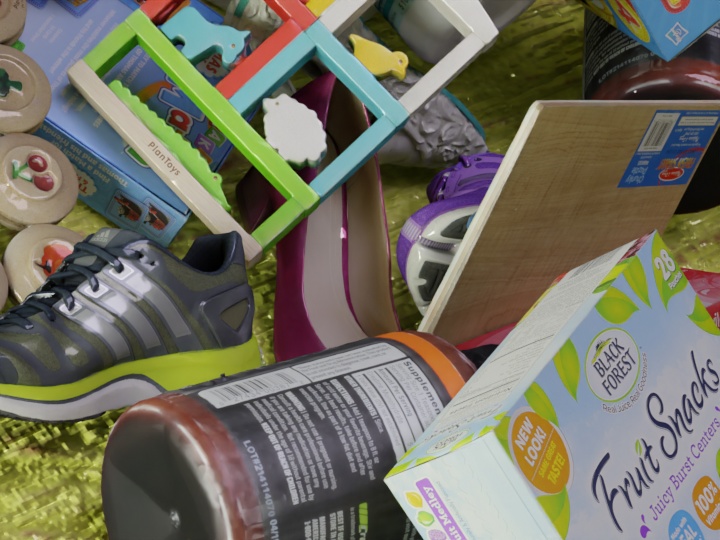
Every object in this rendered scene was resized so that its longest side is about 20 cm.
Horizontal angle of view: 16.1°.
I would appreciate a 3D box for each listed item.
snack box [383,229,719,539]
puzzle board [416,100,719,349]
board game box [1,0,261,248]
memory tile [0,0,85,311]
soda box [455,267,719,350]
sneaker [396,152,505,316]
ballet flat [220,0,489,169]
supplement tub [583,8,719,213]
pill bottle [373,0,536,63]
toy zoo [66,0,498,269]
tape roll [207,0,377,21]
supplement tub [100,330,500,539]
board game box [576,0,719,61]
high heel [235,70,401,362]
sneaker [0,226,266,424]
[{"bbox_3d":[0.116,0.101,1.116,0.169,0.068,0.200,57,35,-8],"label":"snack box"},{"bbox_3d":[0.103,-0.020,1.276,0.017,0.151,0.200,35,21,26],"label":"puzzle board"},{"bbox_3d":[-0.148,-0.115,1.289,0.200,0.037,0.151,34,40,-4],"label":"board game box"},{"bbox_3d":[-0.206,-0.059,1.176,0.153,0.017,0.201,-5,64,-30],"label":"memory tile"},{"bbox_3d":[0.129,0.050,1.289,0.070,0.064,0.200,9,18,37],"label":"soda box"},{"bbox_3d":[0.059,-0.020,1.327,0.083,0.081,0.200,34,17,16],"label":"sneaker"},{"bbox_3d":[-0.009,-0.096,1.339,0.200,0.072,0.072,42,30,-42],"label":"ballet flat"},{"bbox_3d":[0.184,-0.134,1.494,0.107,0.107,0.200,25,41,-16],"label":"supplement tub"},{"bbox_3d":[0.015,-0.215,1.341,0.200,0.111,0.111,50,41,9],"label":"pill bottle"},{"bbox_3d":[-0.026,-0.115,1.244,0.200,0.020,0.131,-44,84,-10],"label":"toy zoo"},{"bbox_3d":[-0.052,-0.232,1.449,0.202,0.071,0.203,21,43,-21],"label":"tape roll"},{"bbox_3d":[-0.008,0.088,1.135,0.199,0.107,0.107,-13,61,-37],"label":"supplement tub"},{"bbox_3d":[0.101,-0.233,1.399,0.200,0.056,0.196,55,-6,-35],"label":"board game box"},{"bbox_3d":[0.000,0.000,1.246,0.067,0.096,0.200,6,49,-33],"label":"high heel"},{"bbox_3d":[-0.125,0.022,1.129,0.200,0.074,0.081,-5,96,-47],"label":"sneaker"}]
